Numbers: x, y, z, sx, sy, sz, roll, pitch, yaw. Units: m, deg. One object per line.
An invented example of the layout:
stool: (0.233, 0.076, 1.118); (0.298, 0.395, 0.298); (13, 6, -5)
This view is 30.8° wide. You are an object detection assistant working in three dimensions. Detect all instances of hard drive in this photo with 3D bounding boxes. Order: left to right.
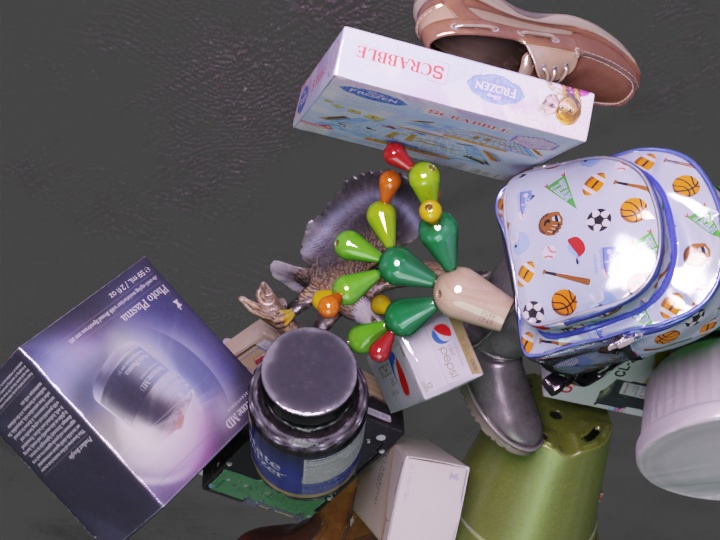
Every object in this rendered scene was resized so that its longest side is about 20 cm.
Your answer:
hard drive: (-0.064, 0.193, 1.417); (0.140, 0.038, 0.200); (23, 129, -25)

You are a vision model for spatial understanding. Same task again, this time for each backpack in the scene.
backpack: (0.215, -0.016, 1.091); (0.190, 0.200, 0.154); (-14, 163, 17)

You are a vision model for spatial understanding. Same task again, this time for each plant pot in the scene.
plant pot: (0.191, 0.219, 1.432); (0.200, 0.200, 0.190); (9, 126, -5)

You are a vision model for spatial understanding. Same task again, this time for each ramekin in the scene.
ramekin: (0.358, 0.138, 1.228); (0.202, 0.094, 0.202); (4, 149, 2)

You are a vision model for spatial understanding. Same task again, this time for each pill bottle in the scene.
pill bottle: (-0.049, 0.132, 1.217); (0.112, 0.112, 0.200); (5, 152, -1)

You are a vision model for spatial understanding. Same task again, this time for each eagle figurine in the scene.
eagle figurine: (0.004, 0.006, 1.252); (0.200, 0.151, 0.152); (-40, 172, 4)

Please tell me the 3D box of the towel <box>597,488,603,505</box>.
towel: (0.206, 0.315, 1.643); (0.144, 0.023, 0.200); (12, 137, -5)

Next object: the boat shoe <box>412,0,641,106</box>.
boat shoe: (0.134, -0.168, 1.058); (0.200, 0.072, 0.076); (15, 138, -12)

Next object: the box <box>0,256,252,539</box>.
box: (-0.226, 0.126, 1.276); (0.198, 0.200, 0.123); (48, 129, -2)

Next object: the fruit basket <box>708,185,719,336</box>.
fruit basket: (0.364, -0.025, 1.160); (0.215, 0.156, 0.216); (4, 157, 2)

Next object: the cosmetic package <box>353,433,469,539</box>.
cosmetic package: (0.052, 0.240, 1.431); (0.073, 0.104, 0.200); (13, 178, -9)

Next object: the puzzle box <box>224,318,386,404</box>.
puzzle box: (-0.070, 0.129, 1.400); (0.200, 0.025, 0.133); (31, 131, -31)

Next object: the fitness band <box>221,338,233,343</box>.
fitness band: (-0.096, 0.130, 1.449); (0.143, 0.037, 0.200); (11, 139, -11)

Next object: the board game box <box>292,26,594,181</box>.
board game box: (0.059, -0.128, 1.057); (0.200, 0.041, 0.200); (13, 173, -11)

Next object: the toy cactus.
toy cactus: (0.051, 0.004, 1.125); (0.165, 0.102, 0.200); (24, 110, 9)

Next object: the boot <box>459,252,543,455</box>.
boot: (0.169, 0.063, 1.270); (0.073, 0.182, 0.200); (-21, 163, -49)

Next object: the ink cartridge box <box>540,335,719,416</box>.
ink cartridge box: (0.296, 0.076, 1.314); (0.200, 0.083, 0.146); (12, 139, -9)

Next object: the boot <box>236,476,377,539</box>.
boot: (-0.056, 0.305, 1.618); (0.188, 0.069, 0.200); (8, 138, -4)

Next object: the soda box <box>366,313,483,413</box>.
soda box: (0.060, 0.093, 1.285); (0.064, 0.068, 0.200); (-22, 174, -11)

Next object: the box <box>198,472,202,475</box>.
box: (-0.214, 0.186, 1.485); (0.200, 0.042, 0.119); (25, 155, -27)
